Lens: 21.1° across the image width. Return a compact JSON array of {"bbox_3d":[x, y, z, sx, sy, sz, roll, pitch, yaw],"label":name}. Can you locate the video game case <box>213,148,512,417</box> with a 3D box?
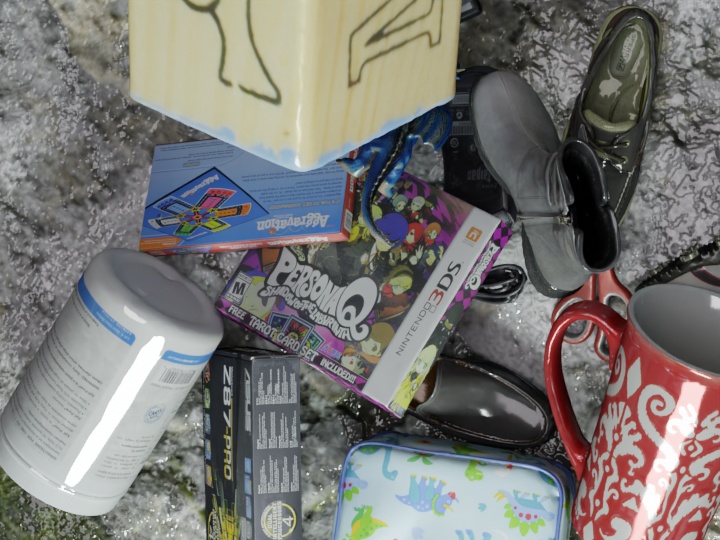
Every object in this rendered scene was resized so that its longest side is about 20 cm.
[{"bbox_3d":[0.000,0.000,1.612,0.199,0.036,0.182,29,82,31],"label":"video game case"}]

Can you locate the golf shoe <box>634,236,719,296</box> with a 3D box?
[{"bbox_3d":[0.322,0.006,1.565,0.199,0.077,0.089,-19,93,14],"label":"golf shoe"}]

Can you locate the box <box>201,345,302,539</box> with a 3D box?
[{"bbox_3d":[-0.092,0.167,1.629,0.049,0.161,0.202,-1,92,-21],"label":"box"}]

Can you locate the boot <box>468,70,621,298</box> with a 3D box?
[{"bbox_3d":[0.152,-0.084,1.519,0.069,0.132,0.201,-20,80,-14],"label":"boot"}]

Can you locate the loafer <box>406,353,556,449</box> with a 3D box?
[{"bbox_3d":[0.069,0.103,1.629,0.199,0.072,0.073,18,96,13],"label":"loafer"}]

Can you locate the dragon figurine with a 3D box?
[{"bbox_3d":[0.034,-0.115,1.564,0.059,0.201,0.099,34,126,-16],"label":"dragon figurine"}]

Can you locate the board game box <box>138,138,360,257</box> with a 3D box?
[{"bbox_3d":[-0.095,-0.068,1.655,0.199,0.019,0.104,-4,65,26],"label":"board game box"}]

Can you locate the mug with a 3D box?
[{"bbox_3d":[0.236,0.119,1.549,0.178,0.133,0.201,44,130,42],"label":"mug"}]

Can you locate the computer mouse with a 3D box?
[{"bbox_3d":[0.083,-0.068,1.642,0.140,0.046,0.202,-6,85,34],"label":"computer mouse"}]

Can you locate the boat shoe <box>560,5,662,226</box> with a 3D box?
[{"bbox_3d":[0.203,-0.121,1.593,0.071,0.066,0.202,15,96,10],"label":"boat shoe"}]

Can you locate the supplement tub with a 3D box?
[{"bbox_3d":[-0.217,0.094,1.658,0.132,0.132,0.201,37,109,10],"label":"supplement tub"}]

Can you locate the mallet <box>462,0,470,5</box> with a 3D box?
[{"bbox_3d":[0.043,-0.198,1.632,0.199,0.041,0.066,-22,85,10],"label":"mallet"}]

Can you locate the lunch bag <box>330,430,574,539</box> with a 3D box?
[{"bbox_3d":[0.075,0.226,1.626,0.199,0.082,0.162,7,92,14],"label":"lunch bag"}]

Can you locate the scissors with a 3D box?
[{"bbox_3d":[0.201,-0.020,1.594,0.073,0.014,0.201,14,114,20],"label":"scissors"}]

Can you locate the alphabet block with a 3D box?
[{"bbox_3d":[-0.049,-0.220,1.456,0.195,0.196,0.201,24,127,31],"label":"alphabet block"}]

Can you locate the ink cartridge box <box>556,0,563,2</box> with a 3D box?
[{"bbox_3d":[0.170,-0.298,1.532,0.084,0.200,0.145,46,101,6],"label":"ink cartridge box"}]

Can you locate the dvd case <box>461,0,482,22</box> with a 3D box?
[{"bbox_3d":[-0.009,-0.251,1.669,0.199,0.018,0.144,-22,85,13],"label":"dvd case"}]
